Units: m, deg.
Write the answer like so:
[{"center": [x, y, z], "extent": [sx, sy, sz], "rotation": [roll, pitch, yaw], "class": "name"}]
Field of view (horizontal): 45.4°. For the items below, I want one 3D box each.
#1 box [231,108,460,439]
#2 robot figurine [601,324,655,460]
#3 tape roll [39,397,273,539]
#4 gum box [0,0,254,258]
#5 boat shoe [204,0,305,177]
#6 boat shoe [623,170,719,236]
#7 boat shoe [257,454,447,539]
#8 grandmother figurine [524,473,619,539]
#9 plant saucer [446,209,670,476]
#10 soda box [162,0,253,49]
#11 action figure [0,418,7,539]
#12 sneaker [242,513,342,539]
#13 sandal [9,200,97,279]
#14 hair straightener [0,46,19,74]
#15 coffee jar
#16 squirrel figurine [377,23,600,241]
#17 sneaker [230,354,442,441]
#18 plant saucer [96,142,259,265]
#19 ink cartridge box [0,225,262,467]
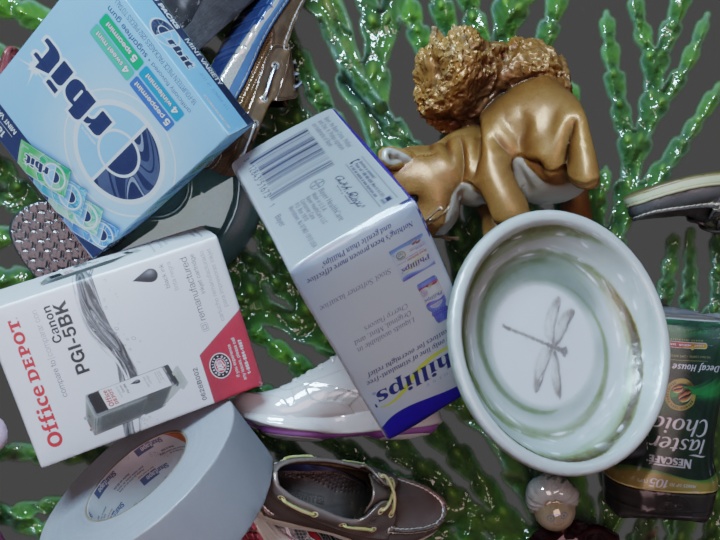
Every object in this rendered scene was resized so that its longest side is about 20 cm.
[{"center": [0.000, 0.000, 0.712], "extent": [0.105, 0.184, 0.200], "rotation": [-29, 128, -3], "class": "box"}, {"center": [0.189, 0.076, 0.771], "extent": [0.150, 0.125, 0.201], "rotation": [-15, 68, 8], "class": "robot figurine"}, {"center": [-0.175, 0.198, 0.745], "extent": [0.200, 0.200, 0.066], "rotation": [-33, 111, 1], "class": "tape roll"}, {"center": [-0.213, -0.131, 0.725], "extent": [0.200, 0.045, 0.170], "rotation": [-33, 97, 33], "class": "gum box"}, {"center": [-0.096, -0.177, 0.788], "extent": [0.072, 0.072, 0.200], "rotation": [34, 80, -29], "class": "boat shoe"}, {"center": [0.350, -0.062, 0.810], "extent": [0.200, 0.072, 0.066], "rotation": [-10, 90, -6], "class": "boat shoe"}, {"center": [-0.002, 0.213, 0.800], "extent": [0.199, 0.060, 0.072], "rotation": [16, 57, -20], "class": "boat shoe"}, {"center": [0.208, 0.291, 0.843], "extent": [0.121, 0.061, 0.201], "rotation": [-19, 98, -9], "class": "grandmother figurine"}, {"center": [0.146, 0.056, 0.665], "extent": [0.199, 0.050, 0.201], "rotation": [5, 77, -23], "class": "plant saucer"}, {"center": [-0.142, -0.258, 0.767], "extent": [0.200, 0.063, 0.071], "rotation": [-42, 138, 1], "class": "soda box"}, {"center": [-0.366, 0.260, 0.817], "extent": [0.149, 0.134, 0.200], "rotation": [-46, 113, -40], "class": "action figure"}, {"center": [-0.069, 0.257, 0.827], "extent": [0.075, 0.081, 0.200], "rotation": [-37, 84, -35], "class": "sneaker"}, {"center": [-0.257, 0.028, 0.806], "extent": [0.075, 0.048, 0.201], "rotation": [-25, 97, -13], "class": "sandal"}, {"center": [-0.375, -0.118, 0.802], "extent": [0.077, 0.041, 0.201], "rotation": [14, 98, -3], "class": "hair straightener"}, {"center": [0.289, 0.137, 0.817], "extent": [0.104, 0.085, 0.201], "rotation": [3, 95, -2], "class": "coffee jar"}, {"center": [0.105, -0.117, 0.783], "extent": [0.186, 0.142, 0.201], "rotation": [-11, 81, 9], "class": "squirrel figurine"}, {"center": [-0.024, 0.113, 0.823], "extent": [0.199, 0.075, 0.100], "rotation": [-1, 76, -2], "class": "sneaker"}, {"center": [-0.191, -0.082, 0.812], "extent": [0.199, 0.027, 0.201], "rotation": [0, 94, -2], "class": "plant saucer"}, {"center": [-0.205, 0.062, 0.752], "extent": [0.199, 0.083, 0.147], "rotation": [-20, 104, -16], "class": "ink cartridge box"}]
